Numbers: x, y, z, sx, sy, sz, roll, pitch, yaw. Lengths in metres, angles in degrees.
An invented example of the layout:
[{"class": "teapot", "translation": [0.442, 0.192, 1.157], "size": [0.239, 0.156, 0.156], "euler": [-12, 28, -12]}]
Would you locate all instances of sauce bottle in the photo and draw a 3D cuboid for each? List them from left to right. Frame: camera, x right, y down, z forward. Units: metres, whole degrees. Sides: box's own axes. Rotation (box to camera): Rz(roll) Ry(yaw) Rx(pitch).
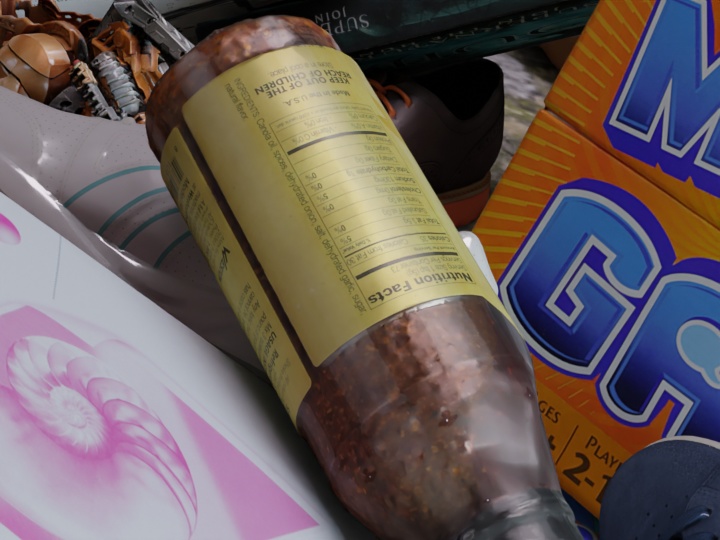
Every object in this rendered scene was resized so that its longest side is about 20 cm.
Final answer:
[{"class": "sauce bottle", "translation": [0.008, 0.024, 0.582], "size": [0.066, 0.066, 0.200], "euler": [-5, 55, -38]}]

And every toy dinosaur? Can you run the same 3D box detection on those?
[{"class": "toy dinosaur", "translation": [-0.097, -0.043, 0.793], "size": [0.102, 0.136, 0.200], "euler": [5, 30, -24]}]

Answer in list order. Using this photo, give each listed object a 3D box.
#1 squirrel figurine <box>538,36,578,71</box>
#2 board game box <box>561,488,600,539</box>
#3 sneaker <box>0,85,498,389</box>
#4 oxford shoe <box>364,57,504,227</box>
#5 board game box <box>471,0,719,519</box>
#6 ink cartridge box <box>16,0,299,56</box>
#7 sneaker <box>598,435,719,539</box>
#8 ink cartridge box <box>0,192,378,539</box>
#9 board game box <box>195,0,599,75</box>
[{"class": "squirrel figurine", "translation": [0.149, -0.194, 1.171], "size": [0.200, 0.187, 0.141], "euler": [27, 28, 15]}, {"class": "board game box", "translation": [0.009, 0.118, 0.662], "size": [0.152, 0.045, 0.200], "euler": [14, 27, -11]}, {"class": "sneaker", "translation": [-0.047, -0.011, 0.681], "size": [0.200, 0.070, 0.080], "euler": [31, 71, 21]}, {"class": "oxford shoe", "translation": [-0.010, -0.050, 0.930], "size": [0.071, 0.073, 0.200], "euler": [32, 30, 25]}, {"class": "board game box", "translation": [0.182, 0.006, 0.761], "size": [0.200, 0.200, 0.200], "euler": [39, 18, 33]}, {"class": "ink cartridge box", "translation": [-0.073, -0.149, 0.914], "size": [0.144, 0.085, 0.200], "euler": [-12, -6, 5]}, {"class": "sneaker", "translation": [0.096, 0.109, 0.604], "size": [0.084, 0.075, 0.200], "euler": [21, 25, -30]}, {"class": "ink cartridge box", "translation": [-0.041, 0.083, 0.522], "size": [0.196, 0.043, 0.200], "euler": [37, 21, -22]}, {"class": "board game box", "translation": [0.040, -0.107, 0.958], "size": [0.199, 0.028, 0.135], "euler": [-12, -2, 7]}]
